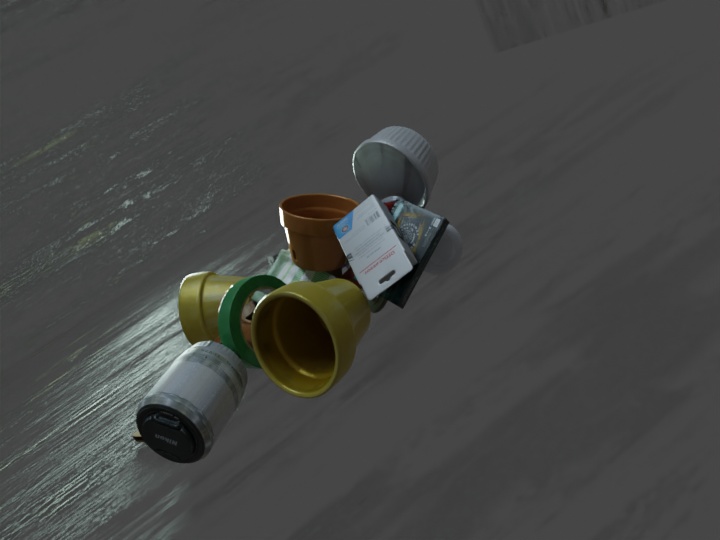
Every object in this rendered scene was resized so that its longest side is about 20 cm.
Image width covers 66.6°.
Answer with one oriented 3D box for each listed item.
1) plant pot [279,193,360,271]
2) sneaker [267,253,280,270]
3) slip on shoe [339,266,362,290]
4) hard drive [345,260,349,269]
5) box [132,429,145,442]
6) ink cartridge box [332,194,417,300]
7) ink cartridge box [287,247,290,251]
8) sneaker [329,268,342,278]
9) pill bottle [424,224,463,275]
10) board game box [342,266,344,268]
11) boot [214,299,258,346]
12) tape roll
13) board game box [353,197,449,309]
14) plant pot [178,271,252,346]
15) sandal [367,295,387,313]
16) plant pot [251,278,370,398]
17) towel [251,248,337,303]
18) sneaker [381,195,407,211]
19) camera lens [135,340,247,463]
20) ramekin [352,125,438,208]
[{"bbox_3d":[-0.097,-0.090,1.322,0.195,0.143,0.201,3,25,-1],"label":"plant pot"},{"bbox_3d":[-0.171,0.030,1.419,0.097,0.070,0.203,-19,60,-10],"label":"sneaker"},{"bbox_3d":[0.000,0.000,1.350,0.199,0.062,0.074,-38,50,-21],"label":"slip on shoe"},{"bbox_3d":[0.042,-0.074,1.458,0.198,0.038,0.140,-33,-3,-6],"label":"hard drive"},{"bbox_3d":[-0.416,0.317,1.270,0.161,0.022,0.201,-13,27,39],"label":"box"},{"bbox_3d":[0.035,-0.038,1.113,0.115,0.066,0.202,-35,57,15],"label":"ink cartridge box"},{"bbox_3d":[-0.149,-0.047,1.595,0.143,0.084,0.202,-21,31,45],"label":"ink cartridge box"},{"bbox_3d":[-0.094,0.035,1.417,0.109,0.069,0.203,-51,28,44],"label":"sneaker"},{"bbox_3d":[0.147,-0.066,1.249,0.111,0.114,0.200,-32,19,-6],"label":"pill bottle"},{"bbox_3d":[0.006,-0.086,1.604,0.197,0.035,0.136,-32,20,-1],"label":"board game box"},{"bbox_3d":[-0.287,0.180,1.336,0.155,0.077,0.201,-44,47,7],"label":"boot"},{"bbox_3d":[-0.218,0.114,1.207,0.047,0.203,0.201,-8,29,42],"label":"tape roll"},{"bbox_3d":[0.083,-0.040,1.143,0.134,0.028,0.203,29,89,37],"label":"board game box"},{"bbox_3d":[-0.364,0.097,1.491,0.184,0.205,0.202,-9,24,9],"label":"plant pot"},{"bbox_3d":[0.054,-0.008,1.201,0.205,0.056,0.080,-67,19,-7],"label":"sandal"},{"bbox_3d":[-0.076,0.107,1.045,0.197,0.205,0.188,-15,8,34],"label":"plant pot"},{"bbox_3d":[-0.158,0.044,1.336,0.197,0.023,0.154,25,76,30],"label":"towel"},{"bbox_3d":[0.042,-0.086,1.268,0.200,0.070,0.114,-41,27,55],"label":"sneaker"},{"bbox_3d":[-0.329,0.259,1.082,0.157,0.162,0.201,-19,22,26],"label":"camera lens"},{"bbox_3d":[0.088,-0.233,1.251,0.200,0.204,0.095,-4,38,50],"label":"ramekin"}]
